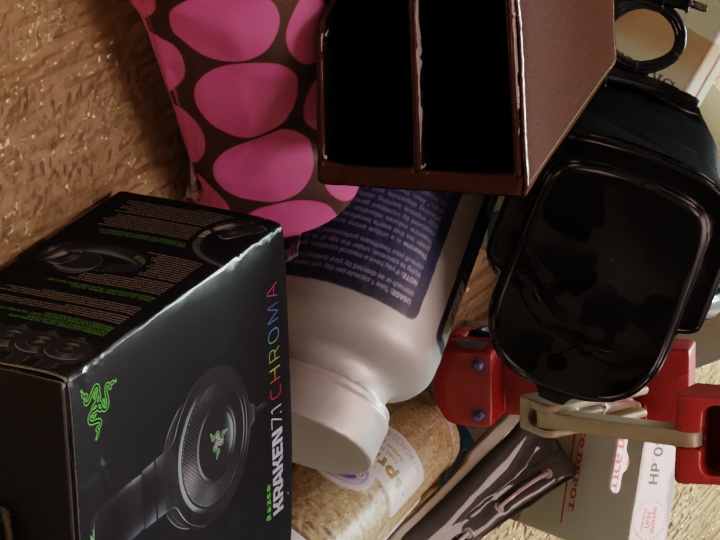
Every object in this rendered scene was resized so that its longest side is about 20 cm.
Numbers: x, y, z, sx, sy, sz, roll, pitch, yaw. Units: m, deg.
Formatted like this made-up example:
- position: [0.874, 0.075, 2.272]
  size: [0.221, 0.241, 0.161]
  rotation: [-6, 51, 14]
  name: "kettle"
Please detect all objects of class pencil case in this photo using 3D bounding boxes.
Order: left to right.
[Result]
- position: [-0.056, -0.098, 1.225]
  size: [0.200, 0.094, 0.091]
  rotation: [75, 1, -50]
  name: "pencil case"

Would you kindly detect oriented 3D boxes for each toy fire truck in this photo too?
- position: [0.129, 0.072, 1.433]
  size: [0.141, 0.200, 0.049]
  rotation: [-36, 127, -70]
  name: "toy fire truck"

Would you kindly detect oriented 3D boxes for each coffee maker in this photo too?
- position: [0.130, -0.044, 1.395]
  size: [0.200, 0.135, 0.192]
  rotation: [-71, 157, -78]
  name: "coffee maker"

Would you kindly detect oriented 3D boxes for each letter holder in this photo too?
- position: [0.053, -0.137, 1.246]
  size: [0.200, 0.101, 0.142]
  rotation: [-52, 143, -62]
  name: "letter holder"

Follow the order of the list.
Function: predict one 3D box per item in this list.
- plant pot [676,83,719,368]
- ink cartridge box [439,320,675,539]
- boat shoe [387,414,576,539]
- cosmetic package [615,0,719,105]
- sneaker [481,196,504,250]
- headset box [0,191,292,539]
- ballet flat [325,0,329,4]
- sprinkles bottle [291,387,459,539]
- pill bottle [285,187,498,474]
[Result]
- position: [0.201, -0.041, 1.706]
  size: [0.187, 0.187, 0.200]
  rotation: [-21, 90, -62]
  name: "plant pot"
- position: [0.136, 0.103, 1.602]
  size: [0.068, 0.200, 0.115]
  rotation: [7, 95, -32]
  name: "ink cartridge box"
- position: [0.047, 0.163, 1.519]
  size: [0.200, 0.057, 0.067]
  rotation: [-46, 177, -15]
  name: "boat shoe"
- position: [0.161, -0.127, 1.594]
  size: [0.200, 0.103, 0.087]
  rotation: [-62, 168, 8]
  name: "cosmetic package"
- position: [0.115, -0.095, 1.524]
  size: [0.200, 0.093, 0.070]
  rotation: [-57, 165, 16]
  name: "sneaker"
- position: [-0.118, 0.083, 1.169]
  size: [0.200, 0.093, 0.174]
  rotation: [-37, 132, -55]
  name: "headset box"
- position: [-0.038, -0.150, 1.315]
  size: [0.067, 0.046, 0.200]
  rotation: [-52, 155, 16]
  name: "ballet flat"
- position: [-0.015, 0.132, 1.447]
  size: [0.200, 0.068, 0.068]
  rotation: [-43, 138, -53]
  name: "sprinkles bottle"
- position: [0.000, 0.000, 1.369]
  size: [0.200, 0.111, 0.111]
  rotation: [-69, 154, -21]
  name: "pill bottle"
